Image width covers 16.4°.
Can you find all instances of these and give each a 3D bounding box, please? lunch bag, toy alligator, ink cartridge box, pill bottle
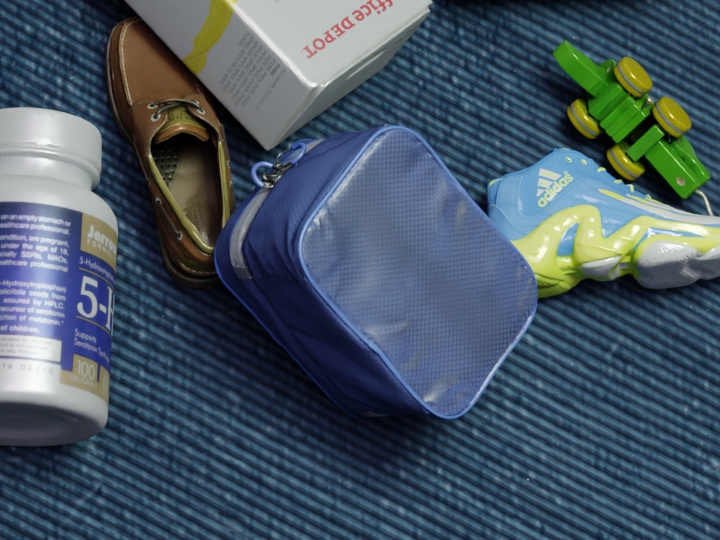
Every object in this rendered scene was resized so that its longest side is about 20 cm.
[{"bbox_3d":[0.000,0.000,1.644,0.200,0.132,0.136,50,63,-19],"label":"lunch bag"},{"bbox_3d":[0.213,-0.092,1.783,0.200,0.059,0.054,46,25,-3],"label":"toy alligator"},{"bbox_3d":[-0.073,-0.202,1.714,0.200,0.083,0.145,46,48,5],"label":"ink cartridge box"},{"bbox_3d":[-0.217,0.003,1.615,0.119,0.120,0.201,5,71,-11],"label":"pill bottle"}]

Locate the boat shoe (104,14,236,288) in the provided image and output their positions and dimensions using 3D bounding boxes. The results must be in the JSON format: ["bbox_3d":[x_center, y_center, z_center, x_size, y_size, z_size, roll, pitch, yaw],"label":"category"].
[{"bbox_3d":[-0.121,-0.092,1.695,0.072,0.068,0.201,-16,75,-15],"label":"boat shoe"}]

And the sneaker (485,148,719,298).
[{"bbox_3d":[0.177,-0.042,1.739,0.199,0.076,0.106,-5,71,-9],"label":"sneaker"}]
